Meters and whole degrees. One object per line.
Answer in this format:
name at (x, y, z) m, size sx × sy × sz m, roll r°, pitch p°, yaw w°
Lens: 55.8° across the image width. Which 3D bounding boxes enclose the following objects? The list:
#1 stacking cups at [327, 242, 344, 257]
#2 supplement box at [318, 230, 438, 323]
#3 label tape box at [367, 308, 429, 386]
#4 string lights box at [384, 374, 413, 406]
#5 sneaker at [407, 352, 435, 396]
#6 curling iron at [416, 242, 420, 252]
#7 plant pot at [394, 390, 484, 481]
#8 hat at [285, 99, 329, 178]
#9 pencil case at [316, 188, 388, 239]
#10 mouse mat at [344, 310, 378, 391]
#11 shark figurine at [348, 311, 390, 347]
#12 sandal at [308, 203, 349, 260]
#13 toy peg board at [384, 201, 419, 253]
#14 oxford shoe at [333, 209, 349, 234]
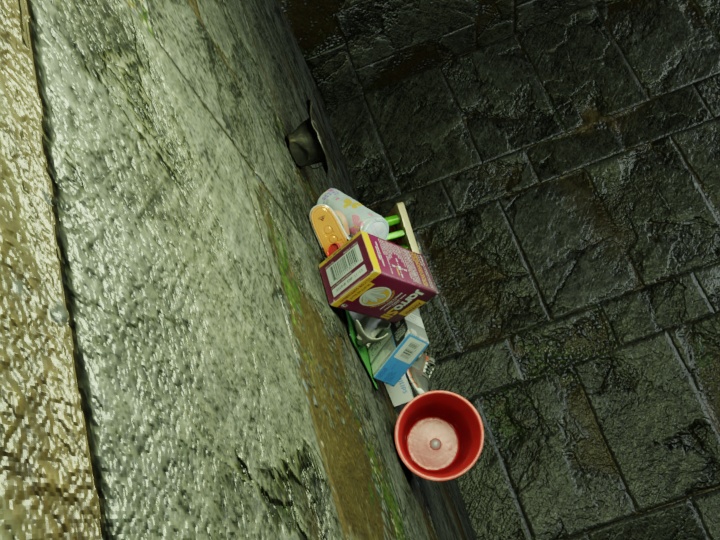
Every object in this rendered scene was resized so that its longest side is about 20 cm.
stacking cups at (0.011, -0.020, 1.447) m, size 0.200 × 0.061 × 0.061 m, roll 13°, pitch 48°, yaw -41°
supplement box at (0.036, 0.018, 1.367) m, size 0.200 × 0.131 × 0.103 m, roll 18°, pitch 43°, yaw -44°
label tape box at (0.079, 0.149, 1.590) m, size 0.063 × 0.144 × 0.200 m, roll 27°, pitch 24°, yaw -22°
string lights box at (0.091, 0.266, 1.840) m, size 0.200 × 0.059 × 0.103 m, roll -98°, pitch 167°, yaw -69°
sneaker at (0.164, 0.261, 1.826) m, size 0.200 × 0.082 × 0.077 m, roll -105°, pitch 173°, yaw -52°
curling iron at (0.159, 0.007, 1.889) m, size 0.050 × 0.026 × 0.200 m, roll -120°, pitch -161°, yaw -60°
plant pot at (0.175, 0.391, 1.572) m, size 0.177 × 0.200 × 0.201 m, roll 86°, pitch -14°, yaw -68°
hat at (-0.131, -0.300, 1.601) m, size 0.201 × 0.081 × 0.201 m, roll 166°, pitch -90°, yaw -88°
pencil case at (-0.020, -0.120, 1.607) m, size 0.200 × 0.083 × 0.091 m, roll 38°, pitch -42°, yaw 39°
mouse mat at (-0.004, 0.158, 1.532) m, size 0.161 × 0.008 × 0.200 m, roll -104°, pitch 173°, yaw -51°
shark figurine at (0.007, 0.120, 1.483) m, size 0.090 × 0.128 × 0.214 m, roll 45°, pitch 24°, yaw 1°
sandal at (-0.052, -0.044, 1.467) m, size 0.207 × 0.079 × 0.059 m, roll 59°, pitch 9°, yaw -19°
toy peg board at (0.081, -0.058, 1.864) m, size 0.199 × 0.098 × 0.200 m, roll 133°, pitch -59°, yaw -76°
oxford shoe at (-0.053, -0.033, 1.547) m, size 0.074 × 0.071 × 0.200 m, roll -39°, pitch 114°, yaw -56°
